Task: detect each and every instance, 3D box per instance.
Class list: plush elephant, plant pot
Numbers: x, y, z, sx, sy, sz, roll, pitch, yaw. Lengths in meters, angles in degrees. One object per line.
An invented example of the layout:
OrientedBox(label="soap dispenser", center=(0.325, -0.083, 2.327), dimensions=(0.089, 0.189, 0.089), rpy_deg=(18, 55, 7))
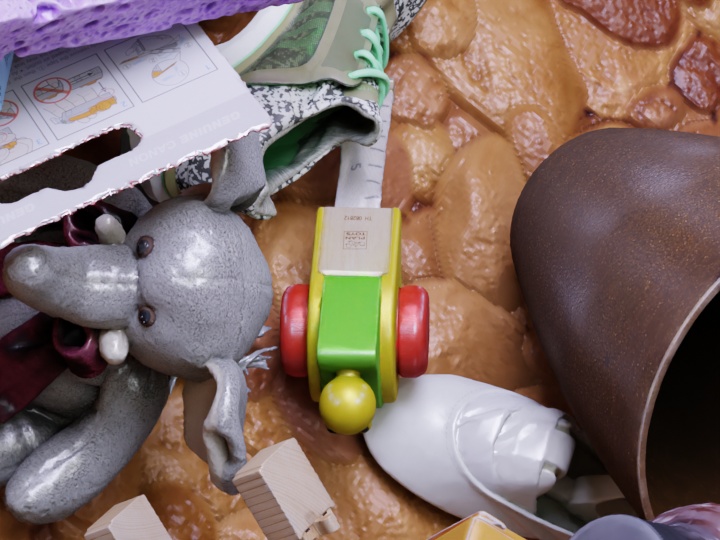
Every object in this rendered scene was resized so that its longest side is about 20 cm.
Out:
OrientedBox(label="plush elephant", center=(-0.104, 0.016, 1.001), dimensions=(0.200, 0.155, 0.165), rpy_deg=(2, 73, -24))
OrientedBox(label="plant pot", center=(0.155, 0.016, 1.094), dimensions=(0.187, 0.200, 0.187), rpy_deg=(-12, 119, -22))

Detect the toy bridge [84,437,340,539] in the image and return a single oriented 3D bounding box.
OrientedBox(label="toy bridge", center=(-0.079, 0.122, 0.957), dimensions=(0.027, 0.200, 0.067), rpy_deg=(-40, 103, -48))

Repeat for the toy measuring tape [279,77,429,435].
OrientedBox(label="toy measuring tape", center=(0.000, 0.000, 1.120), dimensions=(0.073, 0.074, 0.200), rpy_deg=(22, 45, -18))

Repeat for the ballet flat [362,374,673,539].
OrientedBox(label="ballet flat", center=(0.098, 0.097, 1.123), dimensions=(0.200, 0.069, 0.070), rpy_deg=(28, 63, -14))

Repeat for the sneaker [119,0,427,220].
OrientedBox(label="sneaker", center=(-0.012, -0.084, 1.108), dimensions=(0.089, 0.077, 0.200), rpy_deg=(30, 62, 31))

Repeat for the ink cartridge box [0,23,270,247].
OrientedBox(label="ink cartridge box", center=(-0.147, -0.076, 0.990), dimensions=(0.161, 0.050, 0.200), rpy_deg=(-26, 53, -15))

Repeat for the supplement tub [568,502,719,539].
OrientedBox(label="supplement tub", center=(0.164, 0.156, 0.976), dimensions=(0.200, 0.107, 0.107), rpy_deg=(23, 63, -38))

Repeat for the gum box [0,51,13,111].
OrientedBox(label="gum box", center=(-0.216, -0.149, 0.990), dimensions=(0.169, 0.045, 0.200), rpy_deg=(1, 49, 6))

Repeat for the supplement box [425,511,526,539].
OrientedBox(label="supplement box", center=(0.029, 0.200, 0.964), dimensions=(0.066, 0.069, 0.200), rpy_deg=(31, 59, -14))

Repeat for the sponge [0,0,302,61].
OrientedBox(label="sponge", center=(-0.113, -0.139, 0.940), dimensions=(0.200, 0.030, 0.112), rpy_deg=(-17, 65, -39))
